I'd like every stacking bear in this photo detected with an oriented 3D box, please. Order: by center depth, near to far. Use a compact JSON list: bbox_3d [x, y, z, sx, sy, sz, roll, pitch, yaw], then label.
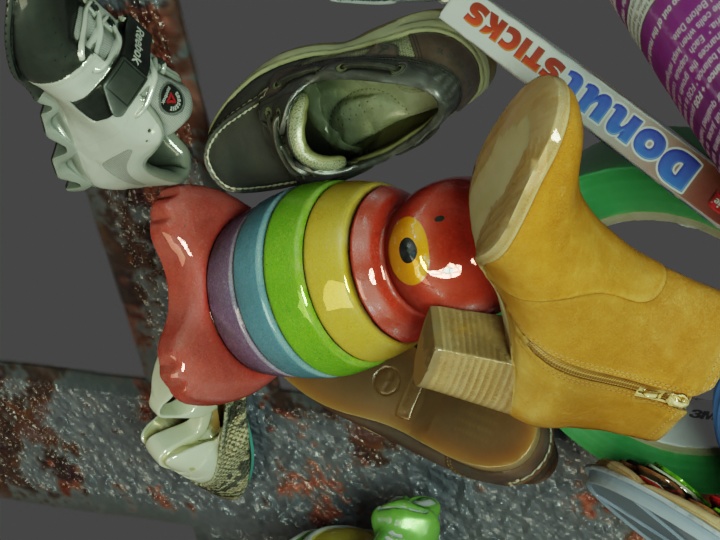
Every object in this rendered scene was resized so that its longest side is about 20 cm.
[{"bbox_3d":[0.000,0.000,1.035,0.200,0.114,0.122,-12,78,37],"label":"stacking bear"}]

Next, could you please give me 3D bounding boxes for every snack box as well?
[{"bbox_3d":[0.127,-0.067,0.930,0.200,0.072,0.024,39,98,19],"label":"snack box"}]

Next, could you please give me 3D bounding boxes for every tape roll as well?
[{"bbox_3d":[0.171,0.023,1.028,0.200,0.048,0.201,16,127,22],"label":"tape roll"}]

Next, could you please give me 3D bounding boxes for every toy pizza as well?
[{"bbox_3d":[0.204,0.152,1.014,0.200,0.032,0.200,35,174,4],"label":"toy pizza"}]

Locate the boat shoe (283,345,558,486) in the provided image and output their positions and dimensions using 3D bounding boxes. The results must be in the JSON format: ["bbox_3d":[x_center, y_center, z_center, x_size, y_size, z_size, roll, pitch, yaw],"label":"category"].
[{"bbox_3d":[0.025,0.068,1.132,0.200,0.071,0.070,32,177,26],"label":"boat shoe"}]

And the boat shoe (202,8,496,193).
[{"bbox_3d":[-0.019,-0.083,1.059,0.200,0.066,0.072,-18,110,38],"label":"boat shoe"}]

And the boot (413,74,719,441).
[{"bbox_3d":[0.118,-0.001,0.927,0.143,0.071,0.202,10,132,-11],"label":"boot"}]

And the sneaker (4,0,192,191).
[{"bbox_3d":[-0.140,-0.113,1.093,0.088,0.074,0.200,6,152,12],"label":"sneaker"}]

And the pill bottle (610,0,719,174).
[{"bbox_3d":[0.193,-0.085,0.842,0.112,0.112,0.200,-53,53,43],"label":"pill bottle"}]

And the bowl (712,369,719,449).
[{"bbox_3d":[0.274,0.075,0.953,0.200,0.039,0.201,3,134,3],"label":"bowl"}]

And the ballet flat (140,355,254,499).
[{"bbox_3d":[-0.102,0.077,1.212,0.068,0.075,0.200,33,134,27],"label":"ballet flat"}]

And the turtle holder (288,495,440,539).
[{"bbox_3d":[-0.018,0.215,1.218,0.141,0.132,0.186,12,125,26],"label":"turtle holder"}]

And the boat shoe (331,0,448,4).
[{"bbox_3d":[0.051,-0.165,0.958,0.199,0.068,0.072,1,121,31],"label":"boat shoe"}]
